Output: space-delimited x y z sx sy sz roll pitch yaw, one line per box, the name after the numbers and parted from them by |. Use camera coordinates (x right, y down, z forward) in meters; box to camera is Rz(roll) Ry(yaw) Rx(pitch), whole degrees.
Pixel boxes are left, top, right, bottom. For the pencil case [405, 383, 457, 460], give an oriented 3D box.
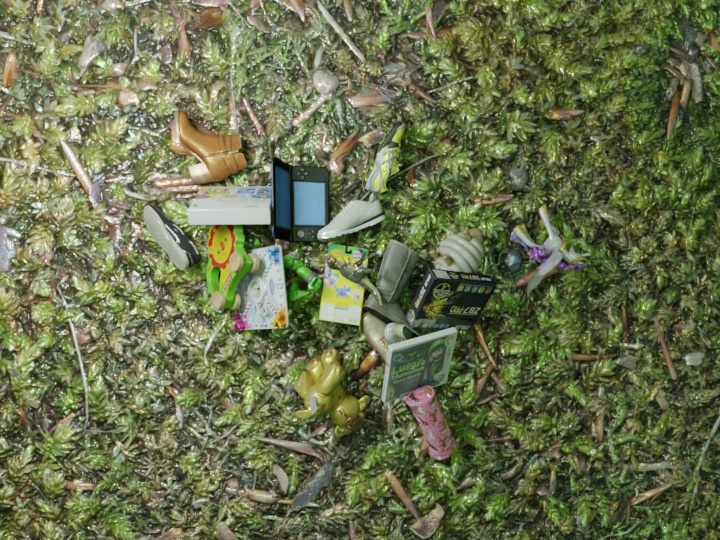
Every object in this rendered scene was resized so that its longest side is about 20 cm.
0.186 0.398 1.471 0.082 0.087 0.203 -25 109 -1 | pencil case

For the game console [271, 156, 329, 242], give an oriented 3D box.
-0.152 -0.178 1.453 0.167 0.118 0.205 0 89 -16 | game console

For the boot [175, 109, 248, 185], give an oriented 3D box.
-0.388 -0.336 1.475 0.152 0.074 0.204 -18 102 -4 | boot

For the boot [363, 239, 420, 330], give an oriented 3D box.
0.110 0.046 1.508 0.181 0.072 0.202 35 67 -24 | boot

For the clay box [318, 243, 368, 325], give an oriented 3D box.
-0.044 0.038 1.505 0.112 0.048 0.204 8 87 -4 | clay box

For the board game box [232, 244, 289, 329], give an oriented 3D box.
-0.266 0.048 1.431 0.197 0.026 0.204 -7 89 39 | board game box

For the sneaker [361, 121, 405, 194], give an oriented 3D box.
0.075 -0.302 1.518 0.075 0.075 0.203 26 97 -11 | sneaker

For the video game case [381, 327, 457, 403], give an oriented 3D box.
0.151 0.244 1.449 0.197 0.023 0.185 -12 126 -24 | video game case

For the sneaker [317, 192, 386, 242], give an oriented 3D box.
-0.031 -0.136 1.496 0.197 0.076 0.082 -24 94 -19 | sneaker

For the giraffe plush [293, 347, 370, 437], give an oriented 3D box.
-0.064 0.328 1.450 0.172 0.202 0.162 -37 119 25 | giraffe plush

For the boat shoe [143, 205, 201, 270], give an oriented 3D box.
-0.489 -0.092 1.464 0.200 0.074 0.060 48 44 13 | boat shoe

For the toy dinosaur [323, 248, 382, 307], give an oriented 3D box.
0.000 0.000 1.453 0.199 0.047 0.089 37 95 14 | toy dinosaur

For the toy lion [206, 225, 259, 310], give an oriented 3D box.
-0.345 -0.029 1.441 0.192 0.068 0.202 50 122 33 | toy lion

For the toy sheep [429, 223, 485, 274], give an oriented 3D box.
0.255 -0.032 1.491 0.138 0.138 0.200 44 81 -2 | toy sheep

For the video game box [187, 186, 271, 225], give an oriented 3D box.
-0.319 -0.166 1.422 0.196 0.183 0.048 -1 118 -4 | video game box

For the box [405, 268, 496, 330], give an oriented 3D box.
0.233 0.078 1.455 0.197 0.049 0.163 6 126 -28 | box

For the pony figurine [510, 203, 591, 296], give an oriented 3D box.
0.498 -0.049 1.515 0.192 0.167 0.201 -36 76 -12 | pony figurine

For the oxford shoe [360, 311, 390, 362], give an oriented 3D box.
0.071 0.195 1.497 0.070 0.074 0.201 -37 92 -5 | oxford shoe

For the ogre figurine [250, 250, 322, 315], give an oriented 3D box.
-0.206 0.029 1.462 0.198 0.098 0.122 -22 89 30 | ogre figurine

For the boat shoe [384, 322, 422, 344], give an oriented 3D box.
0.142 0.199 1.468 0.199 0.061 0.073 35 65 -35 | boat shoe
